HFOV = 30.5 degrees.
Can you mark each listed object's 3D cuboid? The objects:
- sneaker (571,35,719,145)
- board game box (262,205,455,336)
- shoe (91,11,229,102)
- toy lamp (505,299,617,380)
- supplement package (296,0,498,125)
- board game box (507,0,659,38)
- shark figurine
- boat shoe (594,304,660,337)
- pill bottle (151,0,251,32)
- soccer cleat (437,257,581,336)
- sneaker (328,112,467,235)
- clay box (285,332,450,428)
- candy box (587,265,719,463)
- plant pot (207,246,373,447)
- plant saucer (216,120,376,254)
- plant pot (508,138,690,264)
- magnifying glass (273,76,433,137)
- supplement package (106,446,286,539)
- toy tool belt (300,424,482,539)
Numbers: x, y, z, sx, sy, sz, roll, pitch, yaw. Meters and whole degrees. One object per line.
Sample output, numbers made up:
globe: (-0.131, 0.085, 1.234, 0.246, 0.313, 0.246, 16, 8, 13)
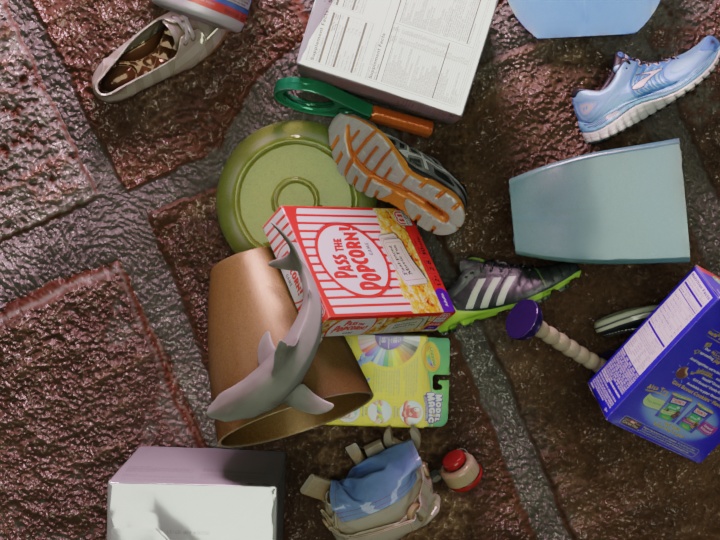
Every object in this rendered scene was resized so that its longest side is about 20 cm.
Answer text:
sneaker: (0.346, -0.235, 1.598, 0.200, 0.078, 0.090, -30, 89, 0)
board game box: (0.000, 0.000, 1.532, 0.046, 0.200, 0.152, -45, 59, 39)
shoe: (-0.240, -0.266, 1.600, 0.200, 0.053, 0.070, -34, 93, 1)
toy lamp: (0.263, 0.099, 1.588, 0.200, 0.058, 0.058, 29, 92, -32)
supplement package: (0.042, -0.276, 1.554, 0.199, 0.152, 0.151, 17, 92, -1)
board game box: (0.272, -0.365, 1.612, 0.199, 0.039, 0.159, -3, 98, 4)
shark figurine: (-0.078, 0.066, 1.396, 0.128, 0.090, 0.215, 15, 77, 17)
boat shoe: (0.386, 0.070, 1.615, 0.199, 0.075, 0.063, -4, 87, -6)
pill bottle: (-0.155, -0.380, 1.485, 0.112, 0.112, 0.201, 19, 96, -2)
soccer cleat: (0.166, 0.015, 1.600, 0.199, 0.068, 0.081, -19, 87, 15)
sneaker: (0.047, -0.123, 1.600, 0.200, 0.077, 0.078, 39, 124, -3)
clay box: (0.009, 0.133, 1.624, 0.199, 0.048, 0.115, 2, 91, -1)
candy box: (0.398, 0.113, 1.555, 0.169, 0.077, 0.200, 26, 115, -29)
plant pot: (-0.102, 0.080, 1.527, 0.186, 0.186, 0.201, -18, 76, 0)
plant saucer: (-0.079, -0.085, 1.622, 0.199, 0.031, 0.201, 0, 92, -1)
plant pot: (0.280, -0.073, 1.578, 0.199, 0.141, 0.142, -6, 93, 7)
magnifying glass: (-0.008, -0.196, 1.603, 0.199, 0.080, 0.022, 12, 77, -12)
supplement package: (-0.188, 0.300, 1.555, 0.190, 0.200, 0.148, 2, 93, 0)
toy tool belt: (0.037, 0.250, 1.585, 0.200, 0.125, 0.123, -31, 114, 0)
